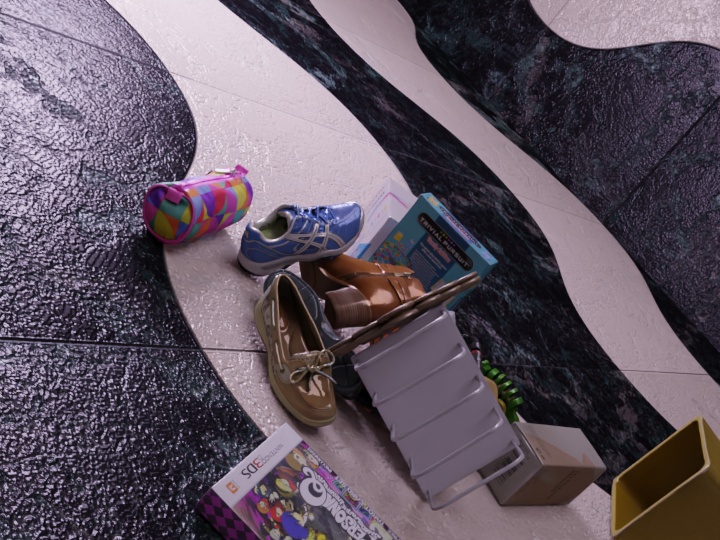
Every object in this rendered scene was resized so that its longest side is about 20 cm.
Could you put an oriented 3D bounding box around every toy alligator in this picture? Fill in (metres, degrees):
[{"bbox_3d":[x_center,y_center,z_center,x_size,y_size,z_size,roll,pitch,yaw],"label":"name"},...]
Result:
[{"bbox_3d":[0.203,0.174,1.602,0.201,0.054,0.059,50,23,19],"label":"toy alligator"}]

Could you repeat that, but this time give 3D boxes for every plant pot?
[{"bbox_3d":[0.538,0.396,1.585,0.200,0.194,0.196,46,21,-2],"label":"plant pot"}]

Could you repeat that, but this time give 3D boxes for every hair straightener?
[{"bbox_3d":[0.162,0.182,1.442,0.040,0.078,0.203,-4,51,2],"label":"hair straightener"}]

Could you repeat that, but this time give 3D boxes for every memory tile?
[{"bbox_3d":[0.058,0.056,1.258,0.198,0.152,0.017,-21,80,-49],"label":"memory tile"}]

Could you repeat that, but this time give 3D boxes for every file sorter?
[{"bbox_3d":[0.093,0.166,1.197,0.202,0.137,0.125,61,2,-1],"label":"file sorter"}]

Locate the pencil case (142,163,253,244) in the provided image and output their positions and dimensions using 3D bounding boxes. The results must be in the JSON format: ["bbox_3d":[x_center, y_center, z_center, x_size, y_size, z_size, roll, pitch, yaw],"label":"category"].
[{"bbox_3d":[-0.218,-0.094,1.356,0.088,0.089,0.200,42,22,4],"label":"pencil case"}]

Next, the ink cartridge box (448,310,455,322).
[{"bbox_3d":[0.107,0.162,1.341,0.160,0.046,0.205,-10,97,-80],"label":"ink cartridge box"}]

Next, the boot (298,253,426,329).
[{"bbox_3d":[0.000,0.000,1.459,0.152,0.078,0.201,-9,41,-23],"label":"boot"}]

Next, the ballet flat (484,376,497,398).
[{"bbox_3d":[0.140,0.171,1.492,0.198,0.068,0.064,25,40,-33],"label":"ballet flat"}]

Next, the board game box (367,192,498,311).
[{"bbox_3d":[0.091,0.008,1.527,0.151,0.201,0.047,45,22,12],"label":"board game box"}]

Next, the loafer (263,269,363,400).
[{"bbox_3d":[-0.066,0.090,1.315,0.201,0.071,0.063,52,-17,23],"label":"loafer"}]

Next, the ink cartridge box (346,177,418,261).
[{"bbox_3d":[0.059,-0.049,1.681,0.124,0.129,0.201,34,22,-15],"label":"ink cartridge box"}]

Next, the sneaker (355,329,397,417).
[{"bbox_3d":[0.030,0.126,1.368,0.111,0.078,0.201,26,26,-35],"label":"sneaker"}]

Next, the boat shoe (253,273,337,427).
[{"bbox_3d":[-0.079,0.098,1.220,0.072,0.063,0.202,-6,52,-33],"label":"boat shoe"}]

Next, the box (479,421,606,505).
[{"bbox_3d":[0.265,0.283,1.449,0.198,0.095,0.078,13,35,-48],"label":"box"}]

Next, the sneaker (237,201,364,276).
[{"bbox_3d":[-0.078,-0.056,1.394,0.197,0.078,0.076,-23,56,-24],"label":"sneaker"}]

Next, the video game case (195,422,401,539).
[{"bbox_3d":[-0.052,0.266,1.018,0.200,0.036,0.181,45,23,7],"label":"video game case"}]
